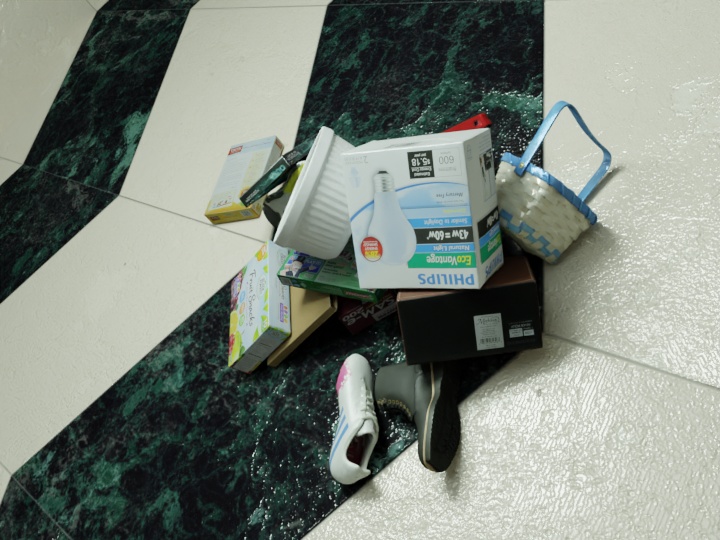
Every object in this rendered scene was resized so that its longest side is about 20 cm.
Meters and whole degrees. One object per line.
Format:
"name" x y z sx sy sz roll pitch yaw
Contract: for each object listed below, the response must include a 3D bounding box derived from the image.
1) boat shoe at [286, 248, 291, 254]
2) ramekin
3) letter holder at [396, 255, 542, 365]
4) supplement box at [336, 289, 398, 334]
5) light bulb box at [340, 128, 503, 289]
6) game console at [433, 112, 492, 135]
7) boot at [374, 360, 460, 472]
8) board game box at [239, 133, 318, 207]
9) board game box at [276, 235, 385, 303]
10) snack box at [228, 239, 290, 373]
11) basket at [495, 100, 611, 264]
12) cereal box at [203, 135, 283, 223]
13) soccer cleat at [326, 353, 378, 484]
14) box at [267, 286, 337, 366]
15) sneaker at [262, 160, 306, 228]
"boat shoe" -0.096 -0.091 1.426 0.201 0.072 0.070 -45 -1 42
"ramekin" -0.055 -0.115 1.225 0.201 0.103 0.203 -90 26 -67
"letter holder" 0.159 0.054 1.133 0.195 0.103 0.143 -8 17 9
"supplement box" 0.000 0.000 1.351 0.107 0.061 0.203 -29 46 14
"light bulb box" 0.092 -0.086 1.102 0.194 0.205 0.124 -1 16 29
"game console" 0.111 -0.191 1.269 0.198 0.032 0.176 -29 -1 -31
"boot" 0.075 0.214 1.134 0.136 0.078 0.202 -20 35 29
"board game box" -0.156 -0.205 1.547 0.135 0.028 0.200 -39 6 28
"board game box" -0.029 -0.021 1.281 0.196 0.029 0.136 10 54 32
"snack box" -0.187 0.066 1.414 0.142 0.052 0.203 -43 38 34
"basket" 0.287 -0.131 1.152 0.201 0.175 0.139 -52 42 6
"cereal box" -0.260 -0.204 1.717 0.141 0.040 0.204 -5 55 34
"soccer cleat" 0.002 0.223 1.168 0.086 0.069 0.205 -26 50 50
"box" -0.107 0.055 1.366 0.200 0.021 0.166 -42 38 35
"sneaker" -0.125 -0.156 1.543 0.199 0.075 0.084 -40 0 43
